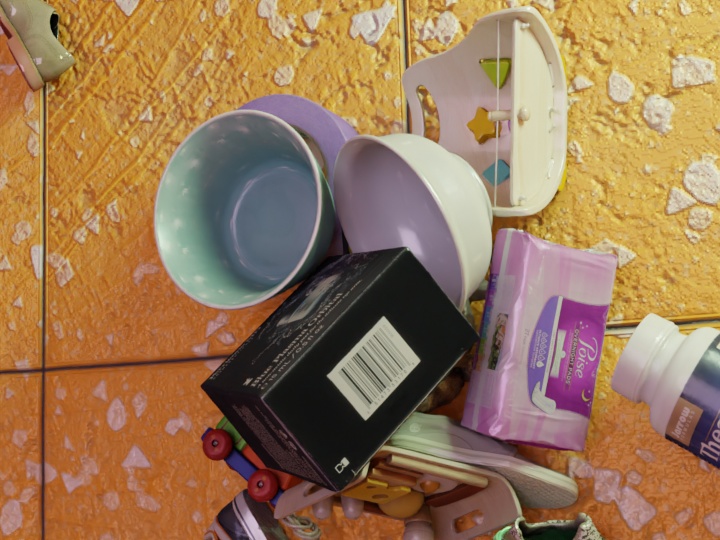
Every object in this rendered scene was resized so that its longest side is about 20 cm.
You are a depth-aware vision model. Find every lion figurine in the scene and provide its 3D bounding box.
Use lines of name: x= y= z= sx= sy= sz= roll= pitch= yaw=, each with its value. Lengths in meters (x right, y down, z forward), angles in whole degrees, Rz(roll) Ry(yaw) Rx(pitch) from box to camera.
lion figurine: x=0.095 y=0.057 z=1.276 sx=0.122 sy=0.072 sz=0.203 roll=3 pitch=69 yaw=49

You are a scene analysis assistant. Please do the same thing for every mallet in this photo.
mallet: x=0.000 y=0.000 z=1.302 sx=0.065 sy=0.041 sz=0.204 roll=4 pitch=101 yaw=-9

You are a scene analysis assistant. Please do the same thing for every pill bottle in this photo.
pill bottle: x=0.335 y=0.122 z=1.131 sx=0.198 sy=0.111 sz=0.112 roll=30 pitch=96 yaw=24

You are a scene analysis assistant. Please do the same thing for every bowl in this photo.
bowl: x=0.066 y=-0.053 z=1.212 sx=0.090 sy=0.202 sz=0.202 roll=-29 pitch=66 yaw=-27
bowl: x=-0.106 y=-0.056 z=1.282 sx=0.198 sy=0.105 sz=0.205 roll=-3 pitch=82 yaw=25

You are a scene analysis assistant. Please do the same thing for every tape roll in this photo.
tape roll: x=-0.084 y=-0.089 z=1.371 sx=0.197 sy=0.065 sz=0.204 roll=-3 pitch=82 yaw=23

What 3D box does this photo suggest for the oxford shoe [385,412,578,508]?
oxford shoe: x=0.123 y=0.186 z=1.233 sx=0.197 sy=0.076 sz=0.058 roll=15 pitch=51 yaw=10

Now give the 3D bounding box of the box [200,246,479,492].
box: x=-0.025 y=0.088 z=1.170 sx=0.197 sy=0.199 sz=0.118 roll=-45 pitch=104 yaw=-18

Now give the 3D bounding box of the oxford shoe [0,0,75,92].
oxford shoe: x=-0.419 y=-0.318 z=1.560 sx=0.073 sy=0.071 sz=0.202 roll=-25 pitch=72 yaw=-7

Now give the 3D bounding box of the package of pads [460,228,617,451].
package of pads: x=0.176 y=0.068 z=1.203 sx=0.075 sy=0.119 sz=0.204 roll=5 pitch=85 yaw=65

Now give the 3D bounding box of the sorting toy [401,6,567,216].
sorting toy: x=0.116 y=-0.153 z=1.278 sx=0.178 sy=0.106 sz=0.204 roll=0 pitch=88 yaw=34

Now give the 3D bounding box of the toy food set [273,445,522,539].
toy food set: x=0.036 y=0.231 z=1.189 sx=0.143 sy=0.198 sz=0.061 roll=-33 pitch=49 yaw=44

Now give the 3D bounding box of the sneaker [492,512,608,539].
sneaker: x=0.150 y=0.271 z=1.199 sx=0.197 sy=0.077 sz=0.089 roll=-14 pitch=121 yaw=16

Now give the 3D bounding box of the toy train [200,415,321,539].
toy train: x=-0.067 y=0.205 z=1.324 sx=0.199 sy=0.085 sz=0.116 roll=37 pitch=85 yaw=23

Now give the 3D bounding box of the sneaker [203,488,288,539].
sneaker: x=-0.098 y=0.337 z=1.318 sx=0.079 sy=0.078 sz=0.201 roll=-40 pitch=59 yaw=9
